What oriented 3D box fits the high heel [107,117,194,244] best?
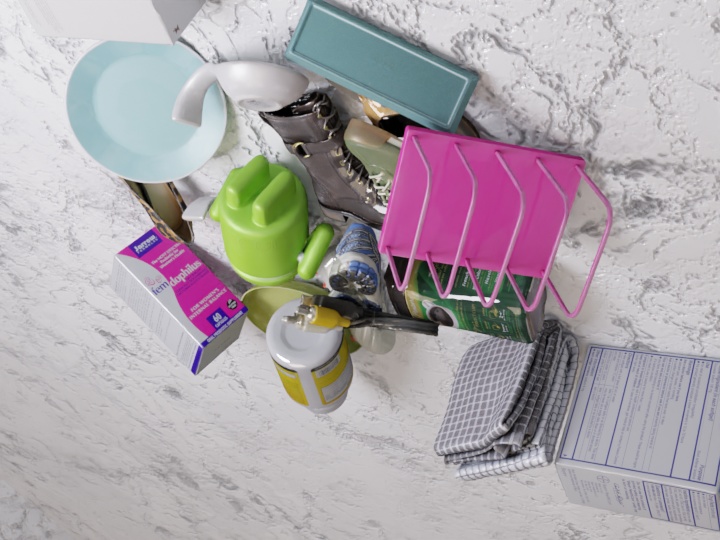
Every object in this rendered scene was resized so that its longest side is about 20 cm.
[{"bbox_3d":[-0.278,-0.120,1.226,0.143,0.071,0.201,45,163,18],"label":"high heel"}]

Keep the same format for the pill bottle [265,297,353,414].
[{"bbox_3d":[-0.069,0.135,1.349,0.110,0.113,0.201,16,151,16],"label":"pill bottle"}]

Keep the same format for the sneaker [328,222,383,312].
[{"bbox_3d":[0.000,0.000,1.156,0.076,0.087,0.200,10,161,-1],"label":"sneaker"}]

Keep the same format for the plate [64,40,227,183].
[{"bbox_3d":[-0.263,-0.201,1.129,0.196,0.026,0.203,-3,125,-4],"label":"plate"}]

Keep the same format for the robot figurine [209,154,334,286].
[{"bbox_3d":[-0.124,-0.058,1.189,0.174,0.116,0.201,30,152,17],"label":"robot figurine"}]

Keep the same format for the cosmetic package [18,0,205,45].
[{"bbox_3d":[-0.283,-0.316,0.998,0.197,0.086,0.108,10,143,23],"label":"cosmetic package"}]

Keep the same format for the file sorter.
[{"bbox_3d":[0.134,-0.044,0.927,0.196,0.126,0.141,8,116,-12],"label":"file sorter"}]

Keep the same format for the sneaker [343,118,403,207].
[{"bbox_3d":[0.056,-0.079,1.004,0.198,0.091,0.067,28,176,-19],"label":"sneaker"}]

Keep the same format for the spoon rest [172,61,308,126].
[{"bbox_3d":[-0.141,-0.209,1.030,0.198,0.062,0.098,-4,171,44],"label":"spoon rest"}]

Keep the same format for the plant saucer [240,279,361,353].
[{"bbox_3d":[-0.085,0.068,1.393,0.197,0.031,0.201,15,151,9],"label":"plant saucer"}]

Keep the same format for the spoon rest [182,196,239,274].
[{"bbox_3d":[-0.176,-0.046,1.316,0.098,0.061,0.200,5,153,31],"label":"spoon rest"}]

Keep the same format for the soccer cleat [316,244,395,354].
[{"bbox_3d":[0.008,0.046,1.290,0.077,0.070,0.201,-6,131,35],"label":"soccer cleat"}]

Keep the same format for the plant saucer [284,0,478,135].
[{"bbox_3d":[0.021,-0.211,0.944,0.197,0.071,0.019,26,-173,2],"label":"plant saucer"}]

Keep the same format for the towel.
[{"bbox_3d":[0.187,0.167,1.201,0.085,0.202,0.165,41,143,-19],"label":"towel"}]

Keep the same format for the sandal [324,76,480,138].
[{"bbox_3d":[0.043,-0.169,0.991,0.199,0.055,0.081,37,145,-14],"label":"sandal"}]

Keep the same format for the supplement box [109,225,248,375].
[{"bbox_3d":[-0.280,0.042,1.404,0.200,0.101,0.104,43,147,9],"label":"supplement box"}]

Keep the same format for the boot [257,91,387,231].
[{"bbox_3d":[-0.015,-0.132,1.067,0.197,0.070,0.175,4,140,35],"label":"boot"}]

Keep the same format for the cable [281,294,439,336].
[{"bbox_3d":[-0.003,0.070,1.147,0.197,0.051,0.097,15,167,-16],"label":"cable"}]

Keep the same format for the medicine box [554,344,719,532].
[{"bbox_3d":[0.365,0.204,1.141,0.197,0.184,0.104,5,141,30],"label":"medicine box"}]

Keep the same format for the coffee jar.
[{"bbox_3d":[0.131,0.027,1.159,0.197,0.086,0.105,9,150,25],"label":"coffee jar"}]
